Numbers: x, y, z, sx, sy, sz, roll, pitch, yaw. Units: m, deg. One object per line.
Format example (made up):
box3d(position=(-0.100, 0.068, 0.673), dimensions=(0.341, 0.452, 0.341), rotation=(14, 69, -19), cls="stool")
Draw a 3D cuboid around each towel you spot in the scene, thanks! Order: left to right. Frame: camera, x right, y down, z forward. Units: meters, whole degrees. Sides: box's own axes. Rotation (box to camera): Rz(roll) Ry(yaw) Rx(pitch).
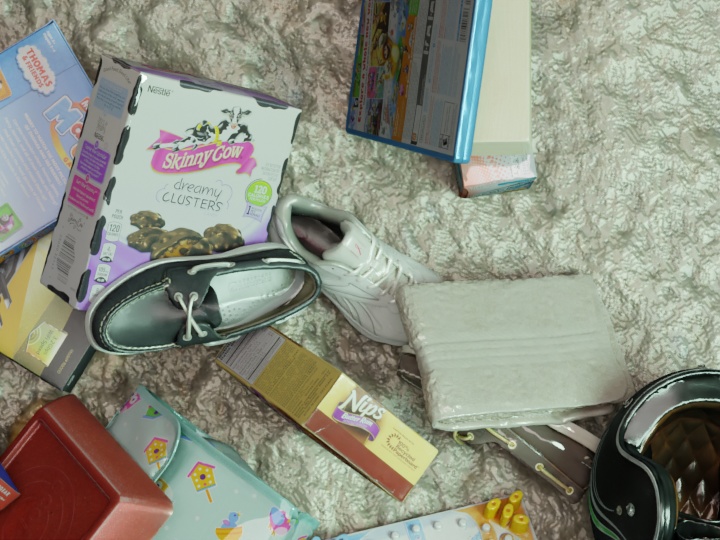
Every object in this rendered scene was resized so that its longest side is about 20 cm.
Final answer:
box3d(position=(0.130, 0.066, 1.656), dimensions=(0.198, 0.035, 0.134), rotation=(-2, 58, -25), cls="towel")

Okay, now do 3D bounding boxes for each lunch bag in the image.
box3d(position=(-0.163, 0.214, 1.649), dimensions=(0.199, 0.122, 0.171), rotation=(36, 87, 16), cls="lunch bag")

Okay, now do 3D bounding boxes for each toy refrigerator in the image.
box3d(position=(0.107, -0.201, 1.657), dimensions=(0.075, 0.070, 0.202), rotation=(-1, 83, 6), cls="toy refrigerator")

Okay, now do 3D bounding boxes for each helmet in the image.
box3d(position=(0.278, 0.187, 1.619), dimensions=(0.198, 0.191, 0.202), rotation=(-3, 124, -5), cls="helmet")

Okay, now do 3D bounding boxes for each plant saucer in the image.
box3d(position=(-0.269, 0.216, 1.618), dimensions=(0.200, 0.037, 0.200), rotation=(-51, 43, -1), cls="plant saucer")

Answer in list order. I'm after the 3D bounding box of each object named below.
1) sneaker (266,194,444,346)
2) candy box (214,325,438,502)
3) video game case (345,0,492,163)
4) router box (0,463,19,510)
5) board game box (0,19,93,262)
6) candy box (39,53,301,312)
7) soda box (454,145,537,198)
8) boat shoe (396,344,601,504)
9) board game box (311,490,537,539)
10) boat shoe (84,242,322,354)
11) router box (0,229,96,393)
box3d(position=(0.000, 0.000, 1.678), dimensions=(0.199, 0.099, 0.078), rotation=(27, 75, 2), cls="sneaker")
box3d(position=(-0.031, 0.110, 1.604), dimensions=(0.116, 0.200, 0.057), rotation=(40, 85, -27), cls="candy box")
box3d(position=(0.046, -0.174, 1.645), dimensions=(0.018, 0.200, 0.145), rotation=(3, 99, -28), cls="video game case")
box3d(position=(-0.409, 0.164, 1.645), dimensions=(0.179, 0.049, 0.200), rotation=(-37, 60, -3), cls="router box")
box3d(position=(-0.305, -0.096, 1.666), dimensions=(0.199, 0.037, 0.152), rotation=(-31, 84, -4), cls="board game box")
box3d(position=(-0.157, -0.062, 1.635), dimensions=(0.167, 0.071, 0.202), rotation=(9, 101, -38), cls="candy box")
box3d(position=(0.105, -0.168, 1.718), dimensions=(0.068, 0.064, 0.202), rotation=(-9, 85, -1), cls="soda box")
box3d(position=(0.114, 0.130, 1.684), dimensions=(0.199, 0.072, 0.060), rotation=(29, 84, -2), cls="boat shoe")
box3d(position=(0.072, 0.290, 1.630), dimensions=(0.198, 0.026, 0.201), rotation=(-11, 57, -11), cls="board game box")
box3d(position=(-0.126, 0.024, 1.600), dimensions=(0.198, 0.060, 0.076), rotation=(-22, 114, -24), cls="boat shoe")
box3d(position=(-0.268, -0.020, 1.704), dimensions=(0.156, 0.052, 0.201), rotation=(31, 85, 2), cls="router box")
